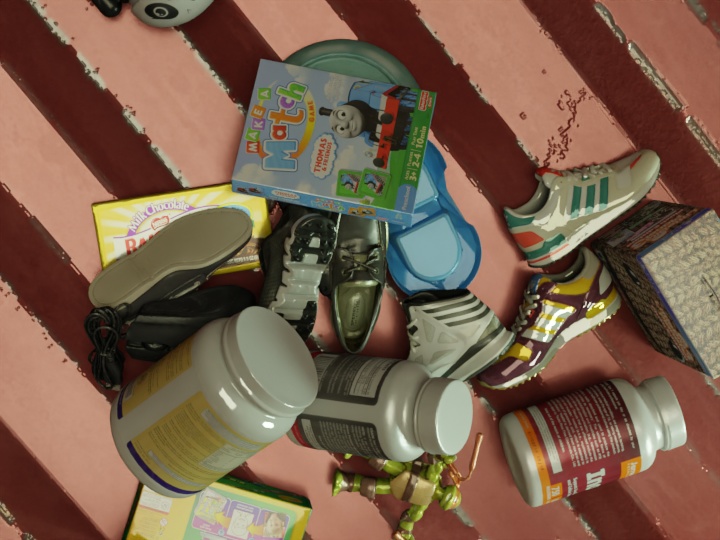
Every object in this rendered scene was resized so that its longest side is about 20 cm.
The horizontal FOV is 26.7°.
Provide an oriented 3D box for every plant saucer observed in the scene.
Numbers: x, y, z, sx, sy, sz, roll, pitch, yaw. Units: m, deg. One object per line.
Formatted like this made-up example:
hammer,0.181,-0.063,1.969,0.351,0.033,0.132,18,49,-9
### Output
plant saucer,-0.023,-0.163,1.697,0.198,0.027,0.202,0,85,2

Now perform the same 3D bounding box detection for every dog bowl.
dog bowl,0.062,-0.062,1.746,0.111,0.050,0.201,-26,97,-4

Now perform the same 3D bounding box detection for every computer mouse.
computer mouse,-0.204,0.076,1.695,0.198,0.139,0.053,-16,55,-16

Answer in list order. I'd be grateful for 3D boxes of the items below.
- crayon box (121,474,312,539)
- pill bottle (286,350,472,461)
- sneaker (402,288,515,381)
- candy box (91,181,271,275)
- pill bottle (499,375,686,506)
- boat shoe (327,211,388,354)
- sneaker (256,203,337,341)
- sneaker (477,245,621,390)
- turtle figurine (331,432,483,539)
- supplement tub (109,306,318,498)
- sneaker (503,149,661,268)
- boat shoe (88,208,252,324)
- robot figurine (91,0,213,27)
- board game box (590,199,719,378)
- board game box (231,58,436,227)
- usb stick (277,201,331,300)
crayon box,-0.167,0.297,1.746,0.198,0.058,0.120,18,93,-9
pill bottle,0.018,0.151,1.671,0.199,0.110,0.112,4,96,33
sneaker,0.069,0.090,1.735,0.200,0.076,0.116,-38,94,22
candy box,-0.200,-0.041,1.726,0.198,0.026,0.103,-10,96,-6
pill bottle,0.271,0.193,1.765,0.198,0.113,0.114,-18,97,-5
boat shoe,-0.001,0.001,1.690,0.071,0.066,0.202,-1,119,-8
sneaker,-0.083,0.012,1.700,0.066,0.091,0.201,7,116,-27
sneaker,0.204,0.054,1.760,0.199,0.075,0.090,-37,110,-11
turtle figurine,0.055,0.238,1.760,0.160,0.065,0.201,19,124,-3
supplement tub,-0.158,0.141,1.638,0.199,0.146,0.146,-35,100,28
sneaker,0.254,-0.094,1.756,0.199,0.070,0.094,-37,105,0
boat shoe,-0.207,-0.003,1.699,0.199,0.063,0.073,-29,56,-7
robot figurine,-0.235,-0.359,1.640,0.125,0.150,0.201,-42,100,-32
board game box,0.365,0.016,1.716,0.096,0.200,0.160,-33,98,-3
board game box,-0.028,-0.139,1.645,0.198,0.037,0.153,10,69,3
usb stick,-0.059,-0.064,1.739,0.055,0.033,0.201,-26,98,-5
